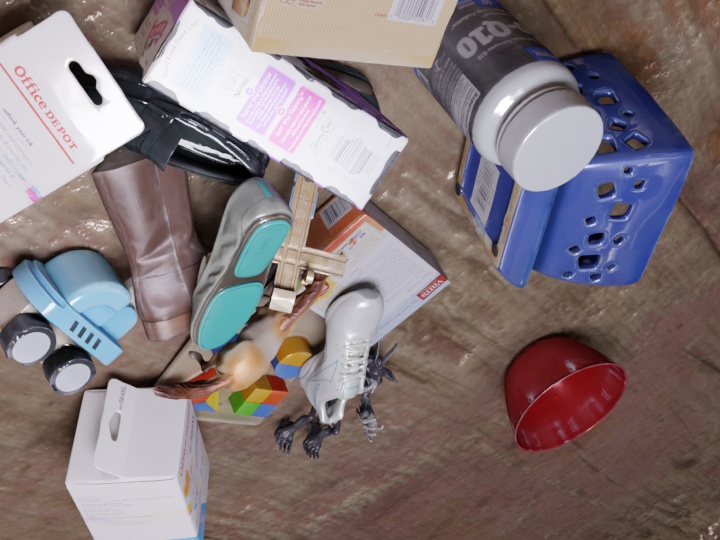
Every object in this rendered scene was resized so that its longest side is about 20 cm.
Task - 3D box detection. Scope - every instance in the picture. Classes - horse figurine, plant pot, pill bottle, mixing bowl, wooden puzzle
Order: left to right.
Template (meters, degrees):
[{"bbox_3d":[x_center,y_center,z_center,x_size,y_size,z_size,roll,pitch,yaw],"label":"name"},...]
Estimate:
[{"bbox_3d":[-0.120,0.075,0.965,0.200,0.132,0.050,-47,115,-34],"label":"horse figurine"},{"bbox_3d":[-0.140,0.122,1.146,0.185,0.046,0.200,14,122,-41],"label":"wooden puzzle"},{"bbox_3d":[0.139,-0.174,0.897,0.113,0.200,0.114,-18,139,-16],"label":"pill bottle"},{"bbox_3d":[0.300,0.176,1.440,0.199,0.109,0.201,-17,139,-16],"label":"mixing bowl"},{"bbox_3d":[0.218,-0.105,1.032,0.179,0.200,0.201,-8,136,-16],"label":"plant pot"}]

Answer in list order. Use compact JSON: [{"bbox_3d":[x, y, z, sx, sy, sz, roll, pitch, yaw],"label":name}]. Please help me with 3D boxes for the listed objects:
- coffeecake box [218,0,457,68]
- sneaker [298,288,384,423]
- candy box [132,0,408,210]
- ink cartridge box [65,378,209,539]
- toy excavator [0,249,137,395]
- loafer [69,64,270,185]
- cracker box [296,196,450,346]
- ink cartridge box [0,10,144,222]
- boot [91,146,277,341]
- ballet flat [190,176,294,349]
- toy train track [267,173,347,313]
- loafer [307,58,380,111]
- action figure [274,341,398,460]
[{"bbox_3d":[-0.041,-0.241,0.709,0.153,0.200,0.073,-3,132,-31],"label":"coffeecake box"},{"bbox_3d":[-0.013,0.103,1.102,0.070,0.080,0.201,0,135,-25],"label":"sneaker"},{"bbox_3d":[-0.079,-0.150,0.758,0.199,0.168,0.072,28,103,-26],"label":"candy box"},{"bbox_3d":[-0.257,0.232,1.094,0.125,0.129,0.201,-3,138,-1],"label":"ink cartridge box"},{"bbox_3d":[-0.251,0.029,0.950,0.200,0.100,0.195,-41,141,-4],"label":"toy excavator"},{"bbox_3d":[-0.174,-0.125,0.821,0.200,0.071,0.068,15,139,-23],"label":"loafer"},{"bbox_3d":[0.000,0.000,1.101,0.134,0.058,0.200,-39,140,12],"label":"cracker box"},{"bbox_3d":[-0.284,-0.116,0.747,0.199,0.068,0.117,-29,115,4],"label":"ink cartridge box"},{"bbox_3d":[-0.163,-0.054,0.921,0.186,0.064,0.201,-33,122,-39],"label":"boot"},{"bbox_3d":[-0.119,-0.007,0.878,0.067,0.064,0.200,-8,144,-38],"label":"ballet flat"},{"bbox_3d":[-0.058,-0.058,0.927,0.114,0.033,0.201,13,84,-12],"label":"toy train track"},{"bbox_3d":[-0.064,-0.168,0.880,0.199,0.063,0.072,1,131,-34],"label":"loafer"},{"bbox_3d":[-0.020,0.178,1.242,0.119,0.102,0.200,29,115,-35],"label":"action figure"}]
